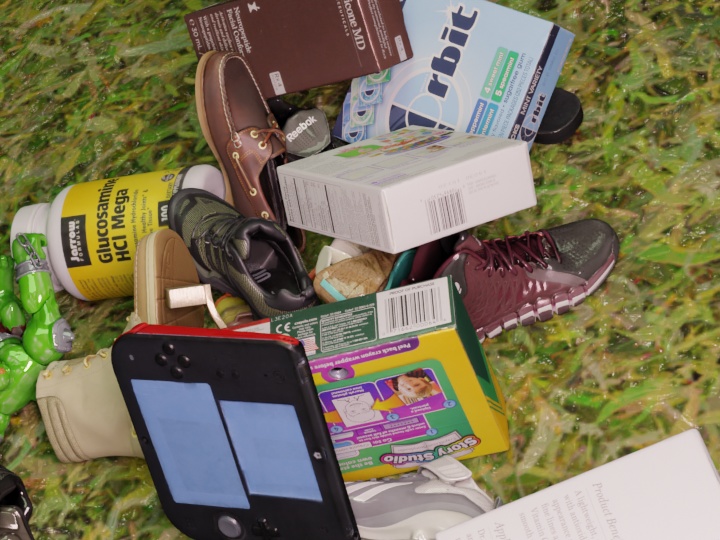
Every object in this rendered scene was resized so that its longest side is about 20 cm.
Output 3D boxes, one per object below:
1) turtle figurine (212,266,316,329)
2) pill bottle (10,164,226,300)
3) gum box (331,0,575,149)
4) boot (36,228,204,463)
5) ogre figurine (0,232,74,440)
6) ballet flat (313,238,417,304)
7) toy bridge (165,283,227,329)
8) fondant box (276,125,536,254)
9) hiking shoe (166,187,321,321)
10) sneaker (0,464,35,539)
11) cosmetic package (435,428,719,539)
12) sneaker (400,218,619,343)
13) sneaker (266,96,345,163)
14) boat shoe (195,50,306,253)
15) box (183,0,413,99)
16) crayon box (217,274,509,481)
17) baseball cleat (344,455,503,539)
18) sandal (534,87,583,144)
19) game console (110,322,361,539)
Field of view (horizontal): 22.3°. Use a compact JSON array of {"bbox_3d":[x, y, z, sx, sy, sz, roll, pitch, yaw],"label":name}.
[{"bbox_3d":[-0.090,0.063,1.610,0.199,0.065,0.162,-30,45,-4],"label":"turtle figurine"},{"bbox_3d":[-0.221,-0.032,1.719,0.199,0.113,0.113,-8,47,17],"label":"pill bottle"},{"bbox_3d":[0.083,-0.172,1.705,0.199,0.044,0.171,25,97,38],"label":"gum box"},{"bbox_3d":[-0.211,0.069,1.591,0.155,0.073,0.201,-4,93,31],"label":"boot"},{"bbox_3d":[-0.331,0.072,1.676,0.200,0.098,0.120,-42,61,-3],"label":"ogre figurine"},{"bbox_3d":[0.000,0.000,1.554,0.072,0.068,0.200,31,17,4],"label":"ballet flat"},{"bbox_3d":[-0.117,0.110,1.525,0.067,0.201,0.027,-8,1,-11],"label":"toy bridge"},{"bbox_3d":[0.036,-0.073,1.564,0.144,0.059,0.200,-19,17,-24],"label":"fondant box"},{"bbox_3d":[-0.094,-0.021,1.570,0.076,0.101,0.200,-29,58,-30],"label":"hiking shoe"},{"bbox_3d":[-0.350,0.246,1.549,0.114,0.076,0.200,9,49,38],"label":"sneaker"},{"bbox_3d":[0.182,0.247,1.254,0.199,0.165,0.165,-22,45,5],"label":"cosmetic package"},{"bbox_3d":[0.122,-0.008,1.546,0.199,0.116,0.076,-30,45,-4],"label":"sneaker"},{"bbox_3d":[-0.038,-0.104,1.720,0.066,0.091,0.200,-40,47,-13],"label":"sneaker"},{"bbox_3d":[-0.094,-0.107,1.681,0.070,0.201,0.070,0,22,42],"label":"boat shoe"},{"bbox_3d":[-0.059,-0.221,1.725,0.199,0.101,0.075,-11,13,32],"label":"box"},{"bbox_3d":[0.002,0.097,1.462,0.199,0.173,0.059,-13,49,12],"label":"crayon box"},{"bbox_3d":[0.019,0.191,1.460,0.199,0.070,0.107,10,39,27],"label":"baseball cleat"},{"bbox_3d":[0.123,-0.176,1.745,0.200,0.048,0.075,18,59,35],"label":"sandal"},{"bbox_3d":[-0.097,0.131,1.402,0.176,0.201,0.031,5,34,33],"label":"game console"}]
